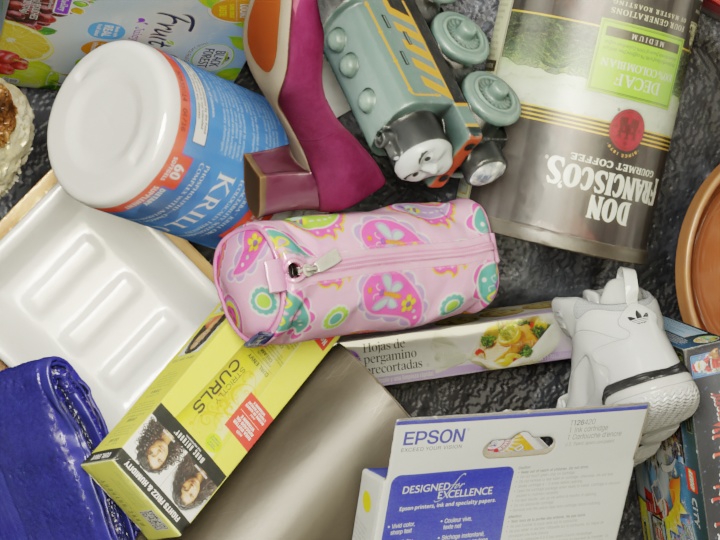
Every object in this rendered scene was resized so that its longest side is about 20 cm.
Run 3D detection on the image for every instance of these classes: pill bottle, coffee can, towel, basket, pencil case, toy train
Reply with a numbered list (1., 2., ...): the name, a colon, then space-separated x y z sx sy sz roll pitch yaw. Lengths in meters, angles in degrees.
1. pill bottle: -0.106 -0.076 1.391 0.199 0.112 0.113 19 93 -51
2. coffee can: 0.155 -0.118 1.472 0.145 0.146 0.202 11 94 -15
3. towel: -0.247 0.144 1.408 0.199 0.049 0.149 -17 97 32
4. basket: -0.051 0.159 1.432 0.200 0.180 0.136 -41 129 -5
5. pencil case: 0.000 0.000 1.378 0.199 0.087 0.088 -6 99 -36
6. toy train: 0.029 -0.142 1.403 0.113 0.085 0.201 -3 58 -37

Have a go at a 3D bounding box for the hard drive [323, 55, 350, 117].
1. hard drive: -0.039 -0.213 1.475 0.131 0.026 0.201 -29 103 -8

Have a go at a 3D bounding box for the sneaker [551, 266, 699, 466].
1. sneaker: 0.179 0.079 1.506 0.075 0.200 0.116 -8 69 -19

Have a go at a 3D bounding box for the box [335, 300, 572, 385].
1. box: 0.070 0.055 1.528 0.198 0.041 0.039 -7 101 -12

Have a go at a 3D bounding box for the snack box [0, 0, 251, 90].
1. snack box: -0.153 -0.177 1.360 0.167 0.200 0.068 5 74 -15

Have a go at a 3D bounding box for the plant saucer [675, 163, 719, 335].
1. plant saucer: 0.325 -0.003 1.572 0.199 0.032 0.202 -2 94 -25

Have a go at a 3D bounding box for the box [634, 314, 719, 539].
1. box: 0.243 0.141 1.532 0.037 0.137 0.202 -11 100 -13

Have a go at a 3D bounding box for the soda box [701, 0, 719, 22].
1. soda box: 0.342 -0.189 1.547 0.199 0.070 0.064 25 90 -15

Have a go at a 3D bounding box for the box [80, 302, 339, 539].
1. box: -0.095 0.083 1.378 0.075 0.050 0.200 50 57 -17

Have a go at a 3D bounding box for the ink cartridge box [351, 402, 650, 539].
1. ink cartridge box: 0.088 0.176 1.405 0.196 0.047 0.201 -1 113 -25

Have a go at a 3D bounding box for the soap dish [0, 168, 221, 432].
1. soap dish: -0.181 0.031 1.444 0.157 0.081 0.200 -46 105 -4

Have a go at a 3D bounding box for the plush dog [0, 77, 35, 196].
1. plush dog: -0.285 -0.060 1.352 0.172 0.200 0.161 -45 104 -12

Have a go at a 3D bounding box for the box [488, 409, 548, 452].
1. box: 0.067 0.213 1.502 0.199 0.101 0.113 -32 124 -7

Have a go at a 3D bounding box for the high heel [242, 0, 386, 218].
1. high heel: -0.023 -0.121 1.301 0.095 0.068 0.201 -13 139 -21
